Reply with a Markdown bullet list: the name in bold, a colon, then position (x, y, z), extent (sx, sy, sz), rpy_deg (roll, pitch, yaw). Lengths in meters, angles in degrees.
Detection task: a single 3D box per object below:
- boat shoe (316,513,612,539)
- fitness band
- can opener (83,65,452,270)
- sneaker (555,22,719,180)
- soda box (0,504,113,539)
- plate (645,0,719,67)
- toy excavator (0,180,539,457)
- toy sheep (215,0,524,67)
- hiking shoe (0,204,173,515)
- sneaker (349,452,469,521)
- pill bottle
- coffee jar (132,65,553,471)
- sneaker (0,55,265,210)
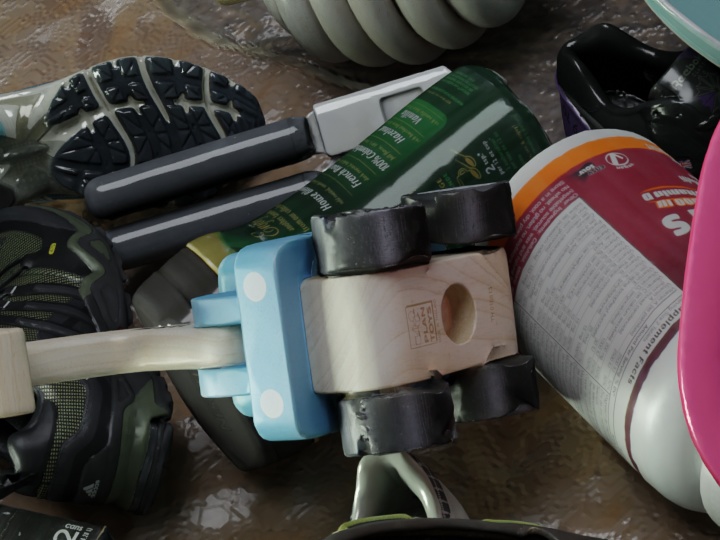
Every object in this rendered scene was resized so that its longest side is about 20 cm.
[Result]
- **boat shoe**: position (0.066, 0.134, 1.116), extent (0.200, 0.061, 0.072), rpy_deg (5, 66, -18)
- **fitness band**: position (0.195, 0.007, 1.088), extent (0.143, 0.037, 0.201), rpy_deg (7, 86, 11)
- **can opener**: position (-0.036, -0.049, 1.384), extent (0.199, 0.067, 0.054), rpy_deg (-17, 89, 2)
- **sneaker**: position (0.165, -0.052, 1.295), extent (0.199, 0.088, 0.076), rpy_deg (23, 60, 37)
- **soda box**: position (-0.170, 0.198, 1.219), extent (0.070, 0.063, 0.200), rpy_deg (9, 52, 30)
- **plate**: position (0.188, -0.123, 1.325), extent (0.199, 0.026, 0.201), rpy_deg (23, 30, -14)
- **toy excavator**: position (-0.052, 0.031, 1.202), extent (0.199, 0.100, 0.194), rpy_deg (-7, 3, 37)
- **toy sheep**: position (0.012, -0.167, 1.443), extent (0.199, 0.138, 0.138), rpy_deg (-11, 44, 31)
- **hiking shoe**: position (-0.158, 0.033, 1.336), extent (0.100, 0.076, 0.200), rpy_deg (4, 33, -30)
- **sneaker**: position (0.014, 0.167, 1.158), extent (0.076, 0.081, 0.201), rpy_deg (-11, 47, 11)
- **pill bottle**: position (0.141, 0.032, 1.209), extent (0.109, 0.110, 0.200), rpy_deg (-34, 45, -10)
- **coffee jar**: position (0.000, 0.000, 1.304), extent (0.200, 0.105, 0.085), rpy_deg (-33, 25, -10)
- **sneaker**: position (-0.148, -0.071, 1.458), extent (0.199, 0.078, 0.086), rpy_deg (-6, 12, -2)
